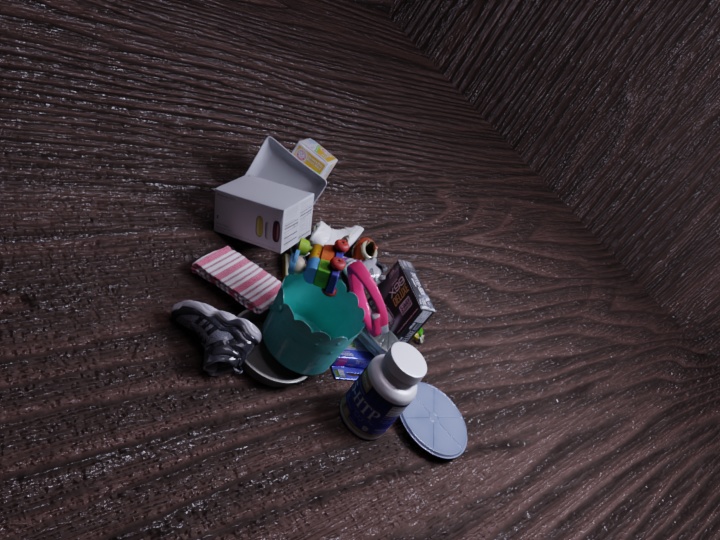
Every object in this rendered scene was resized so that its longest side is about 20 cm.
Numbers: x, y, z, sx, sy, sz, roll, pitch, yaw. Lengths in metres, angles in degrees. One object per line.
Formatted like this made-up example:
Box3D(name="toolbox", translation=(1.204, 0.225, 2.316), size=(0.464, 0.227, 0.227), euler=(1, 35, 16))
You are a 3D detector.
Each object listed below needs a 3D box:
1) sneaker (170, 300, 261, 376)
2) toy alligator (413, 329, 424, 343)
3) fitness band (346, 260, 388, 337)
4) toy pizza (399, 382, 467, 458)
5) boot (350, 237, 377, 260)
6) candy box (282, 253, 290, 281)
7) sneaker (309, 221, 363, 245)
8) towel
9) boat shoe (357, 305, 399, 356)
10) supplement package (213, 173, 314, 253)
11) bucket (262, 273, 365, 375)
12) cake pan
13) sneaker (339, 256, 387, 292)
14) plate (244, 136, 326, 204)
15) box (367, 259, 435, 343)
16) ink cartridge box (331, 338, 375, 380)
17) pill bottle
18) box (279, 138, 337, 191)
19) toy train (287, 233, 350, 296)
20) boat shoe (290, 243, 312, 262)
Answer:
Box3D(name="sneaker", translation=(-0.302, 0.136, 1.302), size=(0.195, 0.076, 0.116), euler=(17, 58, 9))
Box3D(name="toy alligator", translation=(0.131, 0.139, 1.673), size=(0.053, 0.201, 0.060), euler=(21, 70, 15))
Box3D(name="fitness band", translation=(0.013, 0.064, 1.444), size=(0.037, 0.201, 0.145), euler=(-25, 63, -11))
Box3D(name="toy pizza", translation=(0.163, 0.348, 1.530), size=(0.197, 0.032, 0.203), euler=(26, 35, -19))
Box3D(name="boot", translation=(0.019, -0.051, 1.827), size=(0.074, 0.108, 0.201), euler=(29, 31, -7))
Box3D(name="candy box", translation=(-0.107, 0.027, 1.679), size=(0.196, 0.027, 0.104), euler=(22, 36, -23))
Box3D(name="sneaker", translation=(-0.070, -0.103, 1.837), size=(0.115, 0.074, 0.200), euler=(41, 33, 2))
Box3D(name="towel", translation=(-0.270, 0.021, 1.500), size=(0.198, 0.030, 0.146), euler=(34, 26, 9))
Box3D(name="boat shoe", translation=(0.009, 0.136, 1.561), size=(0.201, 0.065, 0.074), euler=(42, 50, 20))
Box3D(name="supplement package", translation=(-0.237, -0.144, 1.625), size=(0.196, 0.113, 0.156), euler=(17, 27, 19))
Box3D(name="bucket", translation=(-0.105, 0.109, 1.404), size=(0.204, 0.136, 0.209), euler=(26, 33, -18))
Box3D(name="cake pan", translation=(-0.190, 0.167, 1.412), size=(0.197, 0.037, 0.202), euler=(25, 34, -18))
Box3D(name="sneaker", translation=(0.000, 0.000, 1.646), size=(0.137, 0.080, 0.200), euler=(-11, 24, -19))
Box3D(name="plate", translation=(-0.211, -0.211, 1.729), size=(0.198, 0.201, 0.032), euler=(37, 16, 2))
Box3D(name="box", translation=(0.083, 0.102, 1.604), size=(0.049, 0.201, 0.160), euler=(11, 40, -36))
Box3D(name="ink cartridge box", translation=(-0.033, 0.168, 1.564), size=(0.117, 0.042, 0.203), euler=(12, 42, -34))
Box3D(name="pill bottle", translation=(0.050, 0.249, 1.387), size=(0.118, 0.202, 0.121), euler=(24, 33, -17))
Box3D(name="box", translation=(-0.163, -0.243, 1.788), size=(0.100, 0.202, 0.113), euler=(36, 20, 1))
Box3D(name="toy train", translation=(-0.086, -0.040, 1.419), size=(0.113, 0.086, 0.202), euler=(18, 34, -5))
Box3D(name="boat shoe", translation=(-0.124, -0.025, 1.647), size=(0.073, 0.063, 0.202), euler=(11, 37, -29))
